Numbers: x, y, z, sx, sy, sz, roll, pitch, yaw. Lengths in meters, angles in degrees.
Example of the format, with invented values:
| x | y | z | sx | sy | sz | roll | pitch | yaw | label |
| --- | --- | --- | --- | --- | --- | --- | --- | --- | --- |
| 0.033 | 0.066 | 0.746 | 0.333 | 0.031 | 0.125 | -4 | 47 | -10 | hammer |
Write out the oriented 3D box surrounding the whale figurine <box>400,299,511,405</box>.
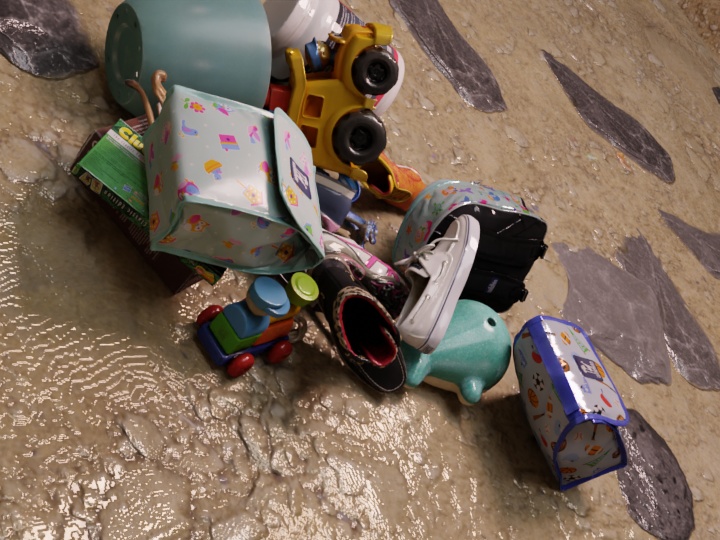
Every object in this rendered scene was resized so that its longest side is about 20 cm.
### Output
| x | y | z | sx | sy | sz | roll | pitch | yaw | label |
| --- | --- | --- | --- | --- | --- | --- | --- | --- | --- |
| 0.122 | 0.100 | 1.569 | 0.199 | 0.104 | 0.160 | -3 | 57 | -45 | whale figurine |

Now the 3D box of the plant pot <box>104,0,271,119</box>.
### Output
| x | y | z | sx | sy | sz | roll | pitch | yaw | label |
| --- | --- | --- | --- | --- | --- | --- | --- | --- | --- |
| -0.229 | -0.270 | 1.504 | 0.159 | 0.201 | 0.202 | -3 | 56 | -35 | plant pot |

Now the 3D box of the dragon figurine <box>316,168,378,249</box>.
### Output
| x | y | z | sx | sy | sz | roll | pitch | yaw | label |
| --- | --- | --- | --- | --- | --- | --- | --- | --- | --- |
| -0.041 | -0.111 | 1.652 | 0.099 | 0.059 | 0.202 | 8 | 50 | -43 | dragon figurine |

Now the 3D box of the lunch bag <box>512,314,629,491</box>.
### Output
| x | y | z | sx | sy | sz | roll | pitch | yaw | label |
| --- | --- | --- | --- | --- | --- | --- | --- | --- | --- |
| 0.278 | 0.171 | 1.578 | 0.201 | 0.123 | 0.171 | 60 | 7 | -55 | lunch bag |

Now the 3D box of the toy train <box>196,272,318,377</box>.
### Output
| x | y | z | sx | sy | sz | roll | pitch | yaw | label |
| --- | --- | --- | --- | --- | --- | --- | --- | --- | --- |
| -0.088 | 0.045 | 1.388 | 0.199 | 0.116 | 0.085 | -15 | 66 | -52 | toy train |

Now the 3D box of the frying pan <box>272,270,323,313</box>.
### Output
| x | y | z | sx | sy | sz | roll | pitch | yaw | label |
| --- | --- | --- | --- | --- | --- | --- | --- | --- | --- |
| -0.062 | 0.016 | 1.523 | 0.190 | 0.031 | 0.115 | 49 | 28 | -16 | frying pan |

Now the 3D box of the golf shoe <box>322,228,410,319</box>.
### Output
| x | y | z | sx | sy | sz | roll | pitch | yaw | label |
| --- | --- | --- | --- | --- | --- | --- | --- | --- | --- |
| 0.000 | 0.000 | 1.547 | 0.199 | 0.072 | 0.093 | 34 | 27 | -46 | golf shoe |

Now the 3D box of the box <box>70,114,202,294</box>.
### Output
| x | y | z | sx | sy | sz | roll | pitch | yaw | label |
| --- | --- | --- | --- | --- | --- | --- | --- | --- | --- |
| -0.237 | -0.080 | 1.399 | 0.200 | 0.075 | 0.100 | 49 | 34 | 7 | box |

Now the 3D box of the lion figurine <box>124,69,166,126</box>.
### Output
| x | y | z | sx | sy | sz | roll | pitch | yaw | label |
| --- | --- | --- | --- | --- | --- | --- | --- | --- | --- |
| -0.192 | -0.151 | 1.409 | 0.198 | 0.072 | 0.124 | 15 | 57 | -29 | lion figurine |

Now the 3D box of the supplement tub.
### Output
| x | y | z | sx | sy | sz | roll | pitch | yaw | label |
| --- | --- | --- | --- | --- | --- | --- | --- | --- | --- |
| -0.048 | -0.302 | 1.660 | 0.199 | 0.140 | 0.141 | 36 | 34 | -30 | supplement tub |

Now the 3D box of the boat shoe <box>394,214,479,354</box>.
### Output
| x | y | z | sx | sy | sz | roll | pitch | yaw | label |
| --- | --- | --- | --- | --- | --- | --- | --- | --- | --- |
| 0.087 | 0.002 | 1.524 | 0.085 | 0.075 | 0.204 | 29 | 67 | -13 | boat shoe |

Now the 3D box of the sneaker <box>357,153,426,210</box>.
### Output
| x | y | z | sx | sy | sz | roll | pitch | yaw | label |
| --- | --- | --- | --- | --- | --- | --- | --- | --- | --- |
| 0.037 | -0.126 | 1.724 | 0.199 | 0.073 | 0.078 | 31 | 35 | -48 | sneaker |

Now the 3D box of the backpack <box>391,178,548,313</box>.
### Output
| x | y | z | sx | sy | sz | roll | pitch | yaw | label |
| --- | --- | --- | --- | --- | --- | --- | --- | --- | --- |
| 0.144 | -0.040 | 1.680 | 0.198 | 0.179 | 0.151 | 6 | 27 | -37 | backpack |

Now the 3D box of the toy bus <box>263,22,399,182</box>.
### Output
| x | y | z | sx | sy | sz | roll | pitch | yaw | label |
| --- | --- | --- | --- | --- | --- | --- | --- | --- | --- |
| -0.056 | -0.233 | 1.542 | 0.189 | 0.203 | 0.136 | 10 | 15 | -9 | toy bus |

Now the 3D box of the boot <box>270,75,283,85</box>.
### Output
| x | y | z | sx | sy | sz | roll | pitch | yaw | label |
| --- | --- | --- | --- | --- | --- | --- | --- | --- | --- |
| -0.147 | -0.258 | 1.691 | 0.090 | 0.073 | 0.200 | 47 | 24 | 11 | boot |

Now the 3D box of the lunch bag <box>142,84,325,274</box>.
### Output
| x | y | z | sx | sy | sz | roll | pitch | yaw | label |
| --- | --- | --- | --- | --- | --- | --- | --- | --- | --- |
| -0.130 | -0.094 | 1.308 | 0.198 | 0.122 | 0.172 | 11 | 50 | -28 | lunch bag |

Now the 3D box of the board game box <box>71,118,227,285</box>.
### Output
| x | y | z | sx | sy | sz | roll | pitch | yaw | label |
| --- | --- | --- | --- | --- | --- | --- | --- | --- | --- |
| -0.219 | -0.078 | 1.333 | 0.199 | 0.023 | 0.105 | 40 | 41 | -8 | board game box |

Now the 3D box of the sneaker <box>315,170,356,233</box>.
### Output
| x | y | z | sx | sy | sz | roll | pitch | yaw | label |
| --- | --- | --- | --- | --- | --- | --- | --- | --- | --- |
| -0.109 | -0.107 | 1.560 | 0.198 | 0.083 | 0.070 | 21 | 2 | 10 | sneaker |

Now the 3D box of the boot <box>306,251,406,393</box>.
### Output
| x | y | z | sx | sy | sz | roll | pitch | yaw | label |
| --- | --- | --- | --- | --- | --- | --- | --- | --- | --- |
| 0.009 | 0.081 | 1.408 | 0.202 | 0.073 | 0.151 | 64 | -6 | -19 | boot |
